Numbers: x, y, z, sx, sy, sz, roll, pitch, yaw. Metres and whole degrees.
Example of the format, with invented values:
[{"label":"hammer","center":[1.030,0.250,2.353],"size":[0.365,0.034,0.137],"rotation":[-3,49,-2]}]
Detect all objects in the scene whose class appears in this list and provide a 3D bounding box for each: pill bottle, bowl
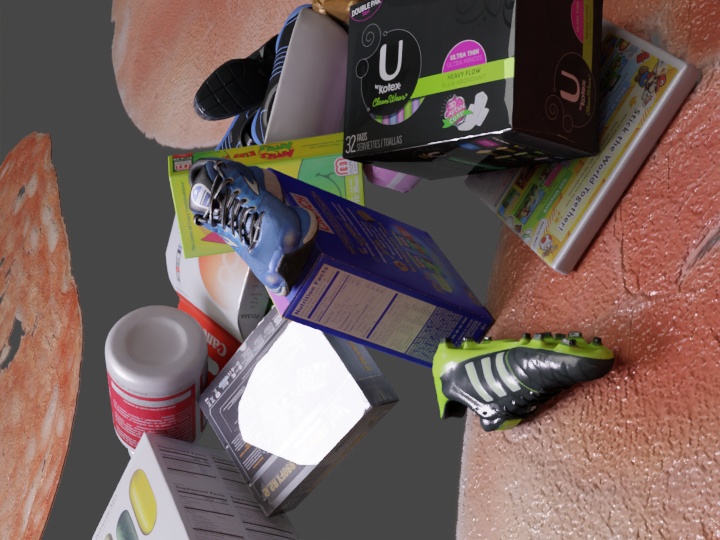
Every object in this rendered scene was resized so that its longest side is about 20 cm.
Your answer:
[{"label":"pill bottle","center":[-0.231,0.144,1.211],"size":[0.201,0.111,0.113],"rotation":[99,165,-47]},{"label":"bowl","center":[-0.045,-0.178,1.222],"size":[0.200,0.074,0.201],"rotation":[75,-152,-75]}]

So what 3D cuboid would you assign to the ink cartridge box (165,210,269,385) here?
[{"label":"ink cartridge box","center":[-0.178,0.034,1.220],"size":[0.162,0.050,0.201],"rotation":[32,108,42]}]

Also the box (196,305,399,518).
[{"label":"box","center":[-0.071,0.136,1.105],"size":[0.200,0.048,0.159],"rotation":[-50,64,29]}]

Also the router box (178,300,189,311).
[{"label":"router box","center":[-0.161,-0.042,1.355],"size":[0.157,0.052,0.201],"rotation":[-50,20,28]}]

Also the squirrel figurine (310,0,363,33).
[{"label":"squirrel figurine","center":[0.038,-0.351,1.201],"size":[0.187,0.141,0.200],"rotation":[-61,35,2]}]

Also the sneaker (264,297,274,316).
[{"label":"sneaker","center":[-0.091,0.075,1.223],"size":[0.200,0.076,0.084],"rotation":[4,90,63]}]

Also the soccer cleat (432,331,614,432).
[{"label":"soccer cleat","center":[0.134,0.093,0.874],"size":[0.199,0.067,0.082],"rotation":[-9,82,56]}]

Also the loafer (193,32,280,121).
[{"label":"loafer","center":[-0.156,-0.253,1.431],"size":[0.200,0.073,0.072],"rotation":[-38,8,-38]}]

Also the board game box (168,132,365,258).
[{"label":"board game box","center":[-0.096,-0.080,1.116],"size":[0.048,0.198,0.102],"rotation":[-107,11,-54]}]

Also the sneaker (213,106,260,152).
[{"label":"sneaker","center":[-0.170,-0.148,1.459],"size":[0.201,0.070,0.078],"rotation":[-66,25,4]}]

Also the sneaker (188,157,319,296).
[{"label":"sneaker","center":[-0.102,-0.043,0.896],"size":[0.079,0.089,0.200],"rotation":[-64,32,12]}]

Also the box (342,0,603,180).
[{"label":"box","center":[0.096,-0.169,0.925],"size":[0.199,0.124,0.150],"rotation":[-4,81,47]}]

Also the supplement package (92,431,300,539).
[{"label":"supplement package","center":[-0.175,0.303,1.131],"size":[0.152,0.150,0.200],"rotation":[-62,32,12]}]

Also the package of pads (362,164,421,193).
[{"label":"package of pads","center":[0.072,-0.188,1.108],"size":[0.200,0.075,0.121],"rotation":[-47,42,33]}]

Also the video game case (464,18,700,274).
[{"label":"video game case","center":[0.189,-0.122,0.942],"size":[0.201,0.023,0.182],"rotation":[-59,33,15]}]

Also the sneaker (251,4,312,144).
[{"label":"sneaker","center":[-0.081,-0.251,1.361],"size":[0.078,0.070,0.201],"rotation":[12,84,68]}]

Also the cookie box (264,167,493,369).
[{"label":"cookie box","center":[0.000,0.000,0.990],"size":[0.075,0.199,0.171],"rotation":[-57,33,18]}]
